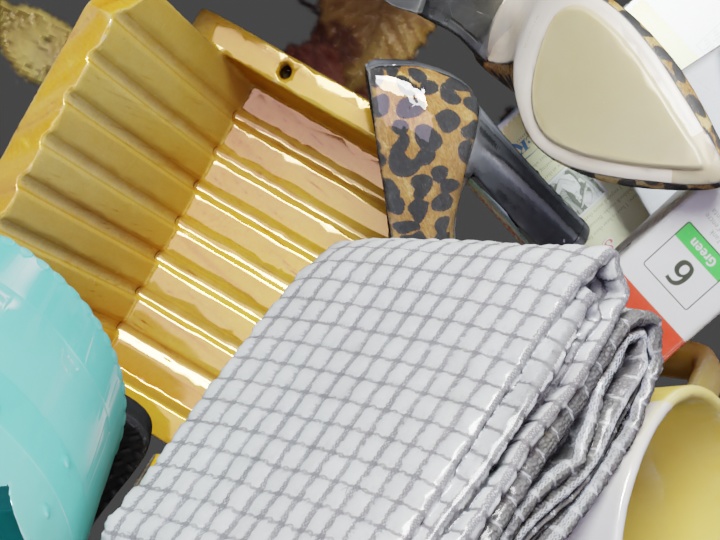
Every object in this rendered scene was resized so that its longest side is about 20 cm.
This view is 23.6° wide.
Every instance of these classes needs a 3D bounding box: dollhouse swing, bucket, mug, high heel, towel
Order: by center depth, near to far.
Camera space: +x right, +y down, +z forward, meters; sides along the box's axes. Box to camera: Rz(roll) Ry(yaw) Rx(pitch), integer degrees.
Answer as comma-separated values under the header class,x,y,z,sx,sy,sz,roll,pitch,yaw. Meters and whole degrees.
class,x,y,z,sx,sy,sz,roll,pitch,yaw
towel,0.014,0.079,0.712,0.201,0.165,0.086,-54,128,-27
bucket,-0.204,0.083,0.747,0.205,0.135,0.209,7,124,10
mug,0.093,0.122,0.802,0.152,0.186,0.151,-1,100,35
high heel,0.116,-0.087,0.803,0.200,0.142,0.072,39,106,32
dollhouse swing,-0.071,-0.016,0.847,0.181,0.176,0.201,29,87,4
high heel,0.000,0.000,0.852,0.200,0.071,0.142,-46,111,2

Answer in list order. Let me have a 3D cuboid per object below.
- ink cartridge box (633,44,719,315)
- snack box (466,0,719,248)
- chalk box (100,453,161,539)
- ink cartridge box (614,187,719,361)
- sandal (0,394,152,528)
class,x,y,z,sx,sy,sz,roll,pitch,yaw
ink cartridge box,0.236,-0.029,0.842,0.162,0.057,0.201,-32,82,18
snack box,0.161,-0.079,0.912,0.200,0.037,0.116,-42,86,-1
chalk box,-0.081,0.218,0.843,0.123,0.125,0.202,17,111,3
ink cartridge box,0.146,-0.001,0.795,0.050,0.109,0.200,46,110,3
sandal,-0.166,0.116,0.877,0.075,0.045,0.200,28,124,-22
